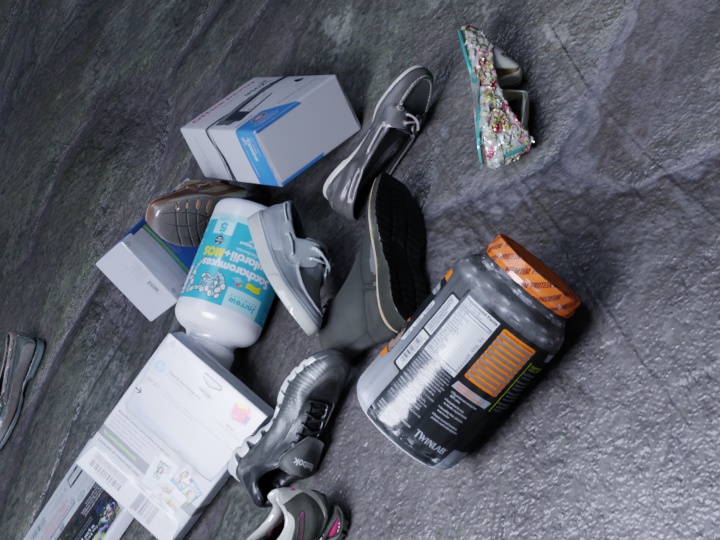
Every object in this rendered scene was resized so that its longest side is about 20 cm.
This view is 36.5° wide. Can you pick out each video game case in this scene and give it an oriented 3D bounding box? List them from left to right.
[{"bbox_3d":[-0.385,0.353,1.465,0.200,0.023,0.182,-56,35,4],"label":"video game case"}]

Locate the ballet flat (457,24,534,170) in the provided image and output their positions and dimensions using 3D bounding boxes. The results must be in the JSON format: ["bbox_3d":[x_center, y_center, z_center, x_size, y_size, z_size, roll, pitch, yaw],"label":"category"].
[{"bbox_3d":[0.149,-0.192,1.186,0.064,0.076,0.200,-11,56,9],"label":"ballet flat"}]

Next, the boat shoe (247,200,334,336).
[{"bbox_3d":[-0.071,-0.012,1.239,0.071,0.070,0.201,-31,45,4],"label":"boat shoe"}]

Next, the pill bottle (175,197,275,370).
[{"bbox_3d":[-0.160,0.019,1.355,0.111,0.111,0.200,1,67,50],"label":"pill bottle"}]

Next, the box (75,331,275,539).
[{"bbox_3d":[-0.218,0.197,1.282,0.156,0.041,0.200,38,100,12],"label":"box"}]

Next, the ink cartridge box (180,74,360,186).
[{"bbox_3d":[-0.121,-0.186,1.430,0.145,0.084,0.200,-39,28,-26],"label":"ink cartridge box"}]

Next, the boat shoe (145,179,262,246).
[{"bbox_3d":[-0.213,-0.080,1.419,0.072,0.200,0.076,32,109,25],"label":"boat shoe"}]

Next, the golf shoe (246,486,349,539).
[{"bbox_3d":[-0.093,0.309,1.091,0.077,0.088,0.200,13,77,51],"label":"golf shoe"}]

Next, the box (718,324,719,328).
[{"bbox_3d":[0.378,0.007,0.769,0.200,0.050,0.158,24,84,54],"label":"box"}]

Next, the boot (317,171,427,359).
[{"bbox_3d":[0.000,0.000,1.213,0.138,0.077,0.200,-34,41,38],"label":"boot"}]

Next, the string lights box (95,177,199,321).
[{"bbox_3d":[-0.250,-0.032,1.435,0.059,0.103,0.200,-35,12,30],"label":"string lights box"}]

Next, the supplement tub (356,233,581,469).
[{"bbox_3d":[0.099,0.072,0.996,0.200,0.122,0.123,-50,37,12],"label":"supplement tub"}]

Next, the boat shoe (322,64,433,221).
[{"bbox_3d":[0.033,-0.145,1.287,0.200,0.067,0.057,-54,52,15],"label":"boat shoe"}]

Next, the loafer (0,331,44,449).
[{"bbox_3d":[-0.583,0.195,1.778,0.072,0.063,0.200,-2,64,50],"label":"loafer"}]

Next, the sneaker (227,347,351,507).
[{"bbox_3d":[-0.065,0.176,1.172,0.200,0.066,0.091,-53,39,16],"label":"sneaker"}]
